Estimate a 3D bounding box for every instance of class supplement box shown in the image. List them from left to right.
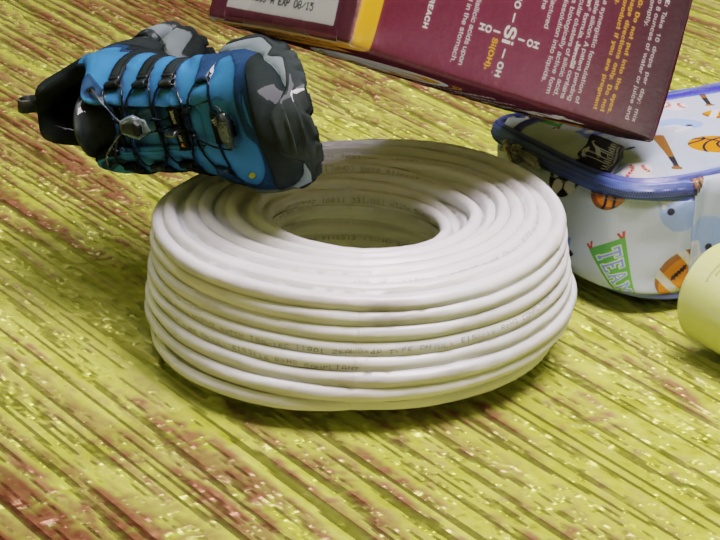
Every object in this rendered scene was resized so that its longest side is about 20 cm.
[{"bbox_3d":[0.045,-0.127,1.165,0.199,0.086,0.110,13,2,-40],"label":"supplement box"}]

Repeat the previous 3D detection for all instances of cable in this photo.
[{"bbox_3d":[0.000,0.000,1.151,0.199,0.070,0.200,3,22,2],"label":"cable"}]

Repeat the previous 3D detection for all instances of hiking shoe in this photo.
[{"bbox_3d":[-0.084,-0.065,1.147,0.086,0.075,0.200,-21,16,-22],"label":"hiking shoe"}]

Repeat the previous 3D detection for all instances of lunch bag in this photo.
[{"bbox_3d":[0.165,-0.048,1.280,0.199,0.076,0.160,-8,22,-26],"label":"lunch bag"}]

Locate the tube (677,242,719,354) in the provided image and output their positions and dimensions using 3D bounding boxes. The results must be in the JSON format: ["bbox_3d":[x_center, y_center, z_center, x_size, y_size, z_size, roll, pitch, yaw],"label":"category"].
[{"bbox_3d":[0.222,0.047,1.090,0.058,0.052,0.200,-50,45,-9],"label":"tube"}]
